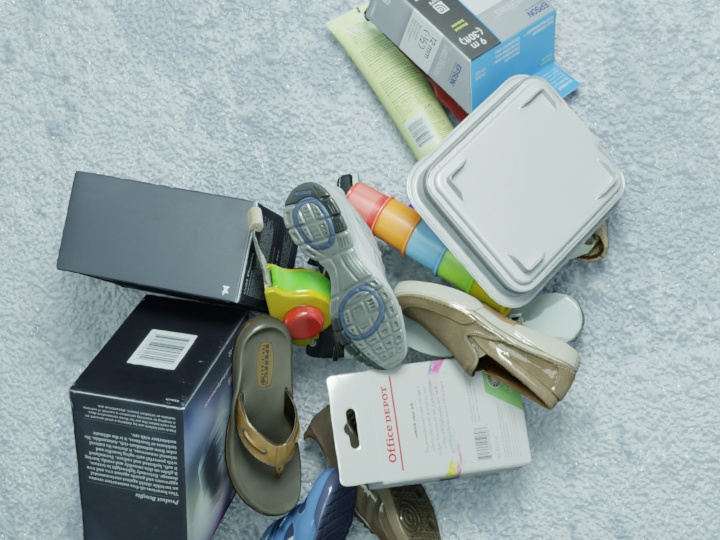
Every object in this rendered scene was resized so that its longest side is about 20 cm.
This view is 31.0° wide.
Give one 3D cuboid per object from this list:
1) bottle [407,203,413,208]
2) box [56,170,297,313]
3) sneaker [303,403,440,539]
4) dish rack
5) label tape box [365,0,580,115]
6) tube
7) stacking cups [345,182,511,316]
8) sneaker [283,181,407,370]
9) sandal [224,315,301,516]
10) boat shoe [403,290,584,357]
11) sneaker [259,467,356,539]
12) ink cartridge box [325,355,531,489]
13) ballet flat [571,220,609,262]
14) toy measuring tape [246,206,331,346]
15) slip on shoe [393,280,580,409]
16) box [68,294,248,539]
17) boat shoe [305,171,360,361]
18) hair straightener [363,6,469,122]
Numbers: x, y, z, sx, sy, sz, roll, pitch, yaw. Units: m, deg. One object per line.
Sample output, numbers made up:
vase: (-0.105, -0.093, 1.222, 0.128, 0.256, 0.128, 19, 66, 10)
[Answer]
bottle: (0.127, -0.083, 1.353, 0.199, 0.084, 0.066, -29, 47, 10)
box: (-0.183, -0.025, 1.359, 0.198, 0.182, 0.105, 10, 87, 11)
sneaker: (0.013, 0.232, 1.367, 0.075, 0.070, 0.201, -33, 81, 33)
dish rack: (0.159, -0.084, 1.252, 0.200, 0.044, 0.172, -44, 94, -24)
label tape box: (0.125, -0.245, 1.336, 0.143, 0.066, 0.200, -35, 71, -33)
tube: (0.043, -0.204, 1.402, 0.052, 0.058, 0.201, -41, 73, 41)
stacking cups: (0.071, -0.023, 1.311, 0.199, 0.060, 0.061, 29, 91, 16)
sneaker: (0.000, 0.000, 1.277, 0.074, 0.087, 0.201, -21, 94, 25)
sandal: (-0.086, 0.146, 1.272, 0.081, 0.054, 0.202, -2, 99, -30)
boat shoe: (0.133, 0.057, 1.348, 0.198, 0.064, 0.071, 1, 83, 13)
sneaker: (-0.067, 0.281, 1.343, 0.082, 0.074, 0.201, 34, 113, 26)
ink cartridge box: (0.062, 0.154, 1.312, 0.198, 0.067, 0.118, -5, 77, -14)
ballet flat: (0.169, -0.047, 1.301, 0.198, 0.068, 0.068, 8, 51, -23)
toy measuring tape: (-0.063, 0.008, 1.285, 0.073, 0.201, 0.074, -4, 49, 5)
slip on shoe: (0.115, 0.073, 1.278, 0.199, 0.076, 0.061, 25, 72, 8)
box: (-0.191, 0.161, 1.302, 0.122, 0.200, 0.200, 8, 118, 11)
boat shoe: (-0.028, -0.005, 1.381, 0.060, 0.076, 0.202, 2, 85, 6)
hair straightener: (0.085, -0.218, 1.387, 0.200, 0.077, 0.041, 41, 129, 3)
